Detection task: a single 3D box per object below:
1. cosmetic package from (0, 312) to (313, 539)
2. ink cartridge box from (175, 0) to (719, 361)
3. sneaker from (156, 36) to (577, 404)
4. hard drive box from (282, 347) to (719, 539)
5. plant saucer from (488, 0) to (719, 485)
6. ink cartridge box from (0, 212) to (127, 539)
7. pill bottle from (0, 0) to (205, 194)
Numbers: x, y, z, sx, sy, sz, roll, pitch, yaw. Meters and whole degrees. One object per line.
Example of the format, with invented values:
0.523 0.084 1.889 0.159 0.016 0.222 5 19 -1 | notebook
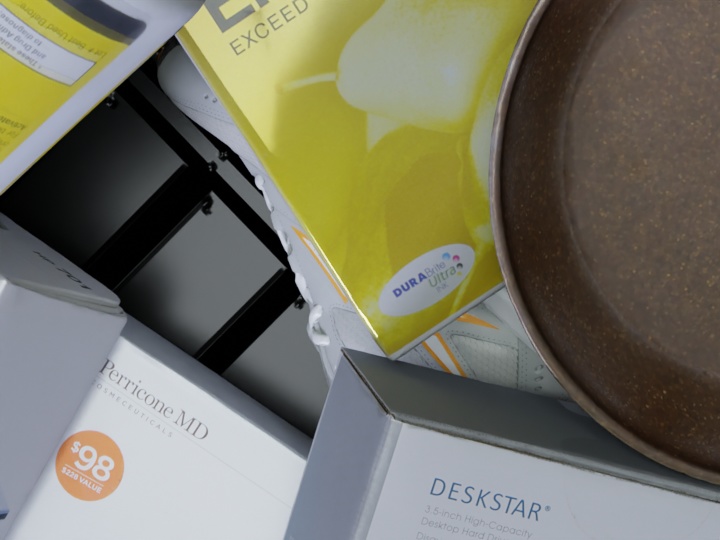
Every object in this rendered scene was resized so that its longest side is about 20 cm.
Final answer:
-0.046 0.132 0.869 0.199 0.052 0.151 33 93 2 | cosmetic package
0.036 -0.109 0.767 0.197 0.047 0.201 -33 104 4 | ink cartridge box
0.000 0.000 0.847 0.200 0.076 0.092 39 100 3 | sneaker
0.043 0.145 0.795 0.155 0.077 0.201 15 100 -16 | hard drive box
0.135 -0.033 0.753 0.199 0.037 0.202 -1 103 -5 | plant saucer
-0.194 0.059 0.838 0.146 0.086 0.201 32 96 25 | ink cartridge box
-0.146 -0.060 0.725 0.200 0.112 0.112 -40 90 20 | pill bottle
